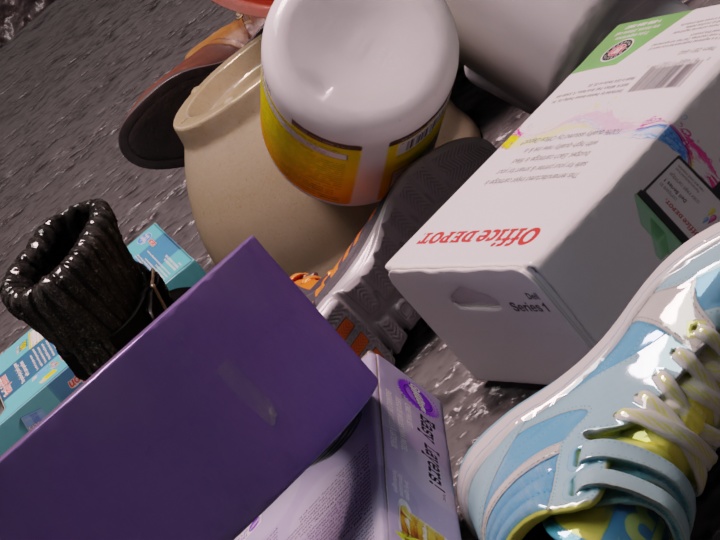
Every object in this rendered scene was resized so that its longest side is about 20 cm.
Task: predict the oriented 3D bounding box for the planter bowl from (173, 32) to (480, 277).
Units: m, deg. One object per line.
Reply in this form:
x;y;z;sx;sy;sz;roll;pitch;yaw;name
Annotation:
-0.040;-0.083;1.447;0.200;0.135;0.200;-36;18;13;planter bowl

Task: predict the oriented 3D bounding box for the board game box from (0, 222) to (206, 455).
-0.194;0.059;1.550;0.200;0.047;0.151;-41;18;-4;board game box

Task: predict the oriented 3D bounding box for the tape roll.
-0.093;0.081;0.926;0.200;0.085;0.200;-41;4;3;tape roll

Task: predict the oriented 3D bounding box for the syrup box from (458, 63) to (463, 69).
0.053;-0.192;1.611;0.200;0.081;0.079;-40;16;6;syrup box

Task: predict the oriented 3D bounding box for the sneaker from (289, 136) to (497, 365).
0.000;0.000;1.262;0.200;0.078;0.112;-48;21;-25;sneaker

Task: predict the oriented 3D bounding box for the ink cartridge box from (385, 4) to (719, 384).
0.130;-0.037;1.085;0.200;0.084;0.145;-46;19;-20;ink cartridge box

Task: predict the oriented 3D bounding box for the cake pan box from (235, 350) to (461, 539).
-0.038;0.152;0.954;0.200;0.052;0.184;-49;14;14;cake pan box

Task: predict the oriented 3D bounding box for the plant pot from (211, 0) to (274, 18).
-0.029;-0.271;1.485;0.200;0.201;0.195;-34;-3;14;plant pot

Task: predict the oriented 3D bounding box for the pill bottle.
-0.004;-0.102;1.266;0.109;0.109;0.200;-43;-7;-11;pill bottle

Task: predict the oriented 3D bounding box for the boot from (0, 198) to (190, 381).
-0.144;0.022;1.361;0.079;0.158;0.211;-36;18;8;boot

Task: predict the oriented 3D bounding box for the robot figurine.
0.100;-0.160;1.271;0.113;0.200;0.170;-36;-28;-37;robot figurine

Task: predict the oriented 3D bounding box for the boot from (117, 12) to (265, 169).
-0.110;-0.153;1.608;0.188;0.069;0.200;-43;19;-3;boot

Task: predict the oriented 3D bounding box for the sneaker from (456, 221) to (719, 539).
0.126;0.066;0.862;0.200;0.080;0.131;-45;14;13;sneaker
